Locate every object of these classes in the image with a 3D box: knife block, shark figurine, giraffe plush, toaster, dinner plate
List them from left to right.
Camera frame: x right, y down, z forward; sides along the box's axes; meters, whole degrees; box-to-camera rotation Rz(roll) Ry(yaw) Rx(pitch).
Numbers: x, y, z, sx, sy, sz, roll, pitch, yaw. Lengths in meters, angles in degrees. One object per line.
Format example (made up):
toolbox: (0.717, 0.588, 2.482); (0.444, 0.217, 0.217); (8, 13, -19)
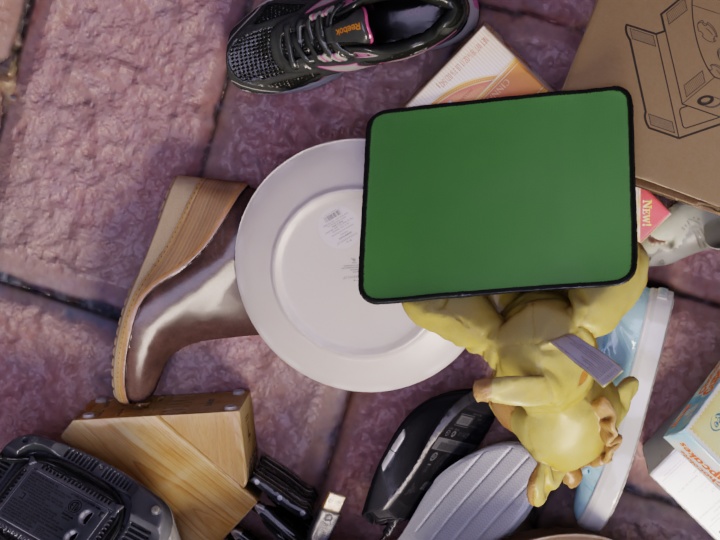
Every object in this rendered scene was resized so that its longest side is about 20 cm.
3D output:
toaster: (-0.225, 0.217, 1.370); (0.200, 0.129, 0.114); (22, 61, 24)
knife block: (-0.131, 0.190, 1.413); (0.199, 0.064, 0.176); (-3, 100, 6)
dinner plate: (0.000, 0.000, 1.318); (0.199, 0.024, 0.201); (2, 105, 9)
giraffe plush: (0.140, 0.070, 1.259); (0.172, 0.200, 0.162); (-23, 134, -4)
shark figurine: (0.314, -0.028, 1.295); (0.089, 0.214, 0.128); (37, 81, -32)

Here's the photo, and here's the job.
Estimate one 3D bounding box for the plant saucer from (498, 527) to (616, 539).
plant saucer: (0.135, 0.271, 1.380); (0.200, 0.035, 0.201); (-9, 128, -11)

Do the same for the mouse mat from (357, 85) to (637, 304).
mouse mat: (0.097, -0.055, 1.241); (0.199, 0.008, 0.161); (-4, 63, 14)

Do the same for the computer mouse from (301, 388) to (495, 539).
computer mouse: (0.017, 0.162, 1.369); (0.046, 0.140, 0.200); (42, 108, 33)

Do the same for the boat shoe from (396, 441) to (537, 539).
boat shoe: (0.077, 0.210, 1.397); (0.200, 0.071, 0.072); (-47, 68, 19)

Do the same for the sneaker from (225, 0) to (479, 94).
sneaker: (-0.011, -0.186, 1.318); (0.199, 0.086, 0.081); (-18, 97, 9)

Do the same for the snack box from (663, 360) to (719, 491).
snack box: (0.330, 0.089, 1.313); (0.116, 0.037, 0.200); (43, 68, -4)

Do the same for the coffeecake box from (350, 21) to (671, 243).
coffeecake box: (0.112, -0.065, 1.336); (0.200, 0.073, 0.154); (44, 101, -4)

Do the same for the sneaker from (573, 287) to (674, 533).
sneaker: (0.185, 0.103, 1.369); (0.082, 0.074, 0.201); (15, 94, 11)

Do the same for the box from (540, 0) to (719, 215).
box: (0.242, -0.149, 1.279); (0.163, 0.021, 0.201); (20, 74, 9)

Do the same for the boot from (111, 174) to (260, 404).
boot: (-0.098, 0.035, 1.375); (0.166, 0.072, 0.201); (20, 98, 3)

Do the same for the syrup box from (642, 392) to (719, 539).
syrup box: (0.319, 0.190, 1.363); (0.200, 0.079, 0.081); (43, 101, -4)
